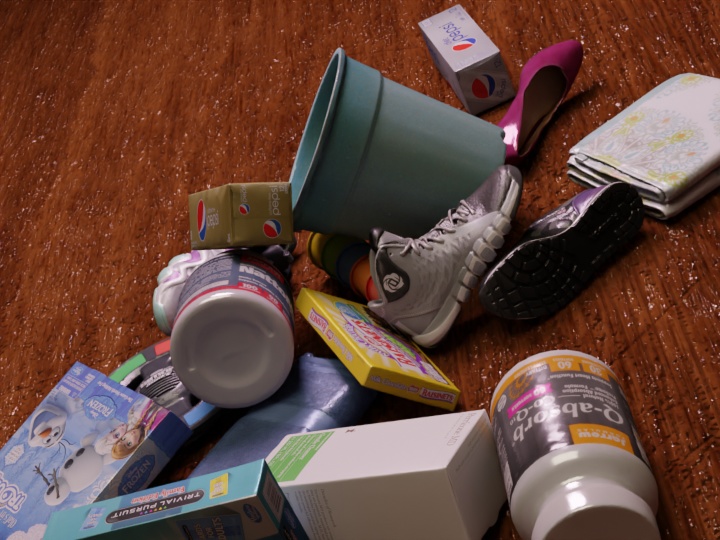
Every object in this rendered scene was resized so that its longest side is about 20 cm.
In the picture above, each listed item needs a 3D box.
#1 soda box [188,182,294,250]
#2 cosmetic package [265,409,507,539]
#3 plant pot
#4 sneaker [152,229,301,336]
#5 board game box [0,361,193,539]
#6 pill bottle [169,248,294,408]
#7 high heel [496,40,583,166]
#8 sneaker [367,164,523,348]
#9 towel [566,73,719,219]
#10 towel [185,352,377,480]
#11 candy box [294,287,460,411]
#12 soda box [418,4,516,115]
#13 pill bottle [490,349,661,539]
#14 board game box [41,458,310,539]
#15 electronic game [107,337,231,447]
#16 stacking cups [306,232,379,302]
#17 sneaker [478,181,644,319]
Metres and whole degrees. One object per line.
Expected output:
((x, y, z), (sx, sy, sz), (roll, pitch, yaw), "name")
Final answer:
((-0.128, -0.055, 1.704), (0.068, 0.064, 0.200), (-3, -1, -18), "soda box")
((0.014, 0.187, 1.376), (0.200, 0.085, 0.108), (-12, 17, 27), "cosmetic package")
((0.038, -0.108, 1.703), (0.196, 0.200, 0.200), (18, 32, -7), "plant pot")
((-0.137, -0.001, 1.828), (0.140, 0.078, 0.200), (-3, 36, 36), "sneaker")
((-0.290, 0.199, 1.616), (0.200, 0.043, 0.199), (18, 64, 51), "board game box")
((-0.125, 0.048, 1.627), (0.120, 0.120, 0.200), (-23, 17, 5), "pill bottle")
((0.213, -0.192, 1.874), (0.200, 0.067, 0.096), (-52, 26, -15), "high heel")
((0.072, -0.032, 1.592), (0.200, 0.115, 0.075), (-62, 10, 1), "sneaker")
((0.337, -0.135, 1.708), (0.200, 0.048, 0.171), (-35, 33, -17), "towel")
((-0.069, 0.160, 1.542), (0.112, 0.049, 0.200), (6, 41, 43), "towel")
((0.014, 0.074, 1.573), (0.026, 0.102, 0.200), (-68, 27, 13), "candy box")
((0.134, -0.270, 2.064), (0.063, 0.068, 0.200), (-24, 29, 0), "soda box")
((0.170, 0.160, 1.280), (0.116, 0.116, 0.200), (-21, 29, 8), "pill bottle")
((-0.141, 0.248, 1.348), (0.200, 0.151, 0.047), (-16, 30, 17), "board game box")
((-0.203, 0.129, 1.706), (0.200, 0.042, 0.200), (-20, 29, 12), "electronic game")
((0.000, 0.000, 1.719), (0.060, 0.061, 0.200), (-30, 24, -9), "stacking cups")
((0.189, -0.015, 1.622), (0.200, 0.076, 0.088), (-34, 15, -22), "sneaker")
